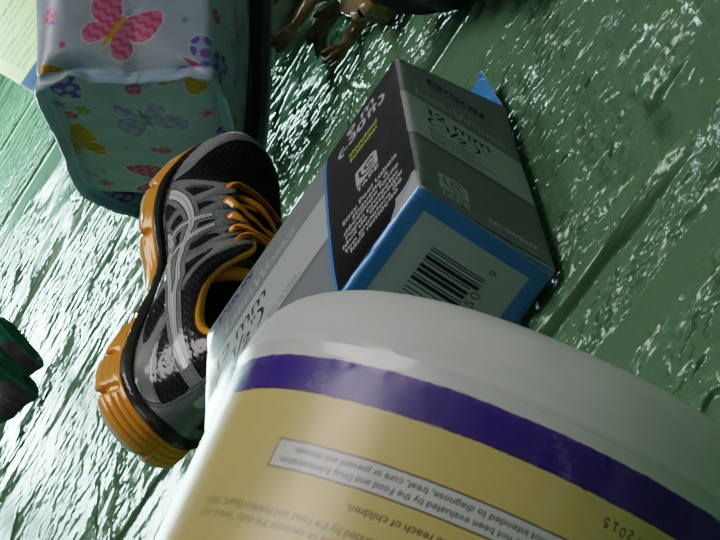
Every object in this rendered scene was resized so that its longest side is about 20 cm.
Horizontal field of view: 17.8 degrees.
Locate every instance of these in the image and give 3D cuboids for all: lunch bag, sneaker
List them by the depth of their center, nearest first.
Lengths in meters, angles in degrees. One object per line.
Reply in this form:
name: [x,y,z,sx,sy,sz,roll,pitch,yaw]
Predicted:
sneaker: [-0.062,0.004,1.084,0.077,0.078,0.201,-32,33,34]
lunch bag: [-0.112,-0.136,1.296,0.200,0.126,0.171,87,-178,-67]

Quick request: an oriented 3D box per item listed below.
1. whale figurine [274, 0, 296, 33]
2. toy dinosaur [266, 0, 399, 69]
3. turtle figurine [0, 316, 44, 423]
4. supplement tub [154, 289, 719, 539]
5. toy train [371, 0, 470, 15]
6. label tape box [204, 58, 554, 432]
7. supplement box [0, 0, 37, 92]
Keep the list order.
whale figurine: [-0.078,-0.224,1.465,0.201,0.103,0.159,-61,15,4]
toy dinosaur: [-0.002,-0.167,1.254,0.101,0.058,0.201,-36,32,24]
turtle figurine: [-0.301,0.124,1.559,0.200,0.101,0.150,-42,33,7]
supplement tub: [0.004,0.122,0.500,0.201,0.145,0.145,-64,16,-18]
toy train: [0.050,-0.176,1.036,0.200,0.085,0.115,-169,97,-72]
label tape box: [0.000,0.000,0.889,0.144,0.066,0.200,-55,18,19]
supplement box: [-0.371,-0.338,2.426,0.200,0.199,0.135,-49,19,35]
